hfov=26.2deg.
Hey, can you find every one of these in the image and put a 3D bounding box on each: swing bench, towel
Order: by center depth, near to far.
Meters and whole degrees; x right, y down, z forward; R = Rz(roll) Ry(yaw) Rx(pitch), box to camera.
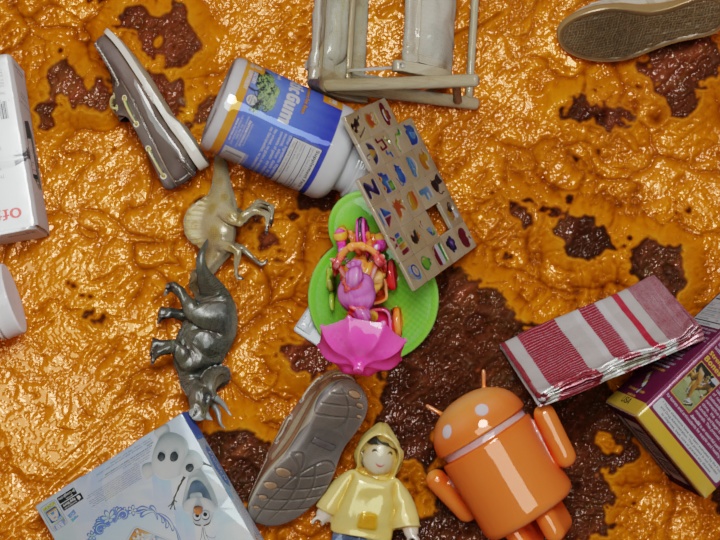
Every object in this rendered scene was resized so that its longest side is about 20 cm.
[{"bbox_3d":[0.265,0.074,1.723,0.198,0.144,0.023,-23,117,-3],"label":"towel"},{"bbox_3d":[0.042,-0.297,1.764,0.198,0.130,0.201,4,84,5],"label":"swing bench"}]

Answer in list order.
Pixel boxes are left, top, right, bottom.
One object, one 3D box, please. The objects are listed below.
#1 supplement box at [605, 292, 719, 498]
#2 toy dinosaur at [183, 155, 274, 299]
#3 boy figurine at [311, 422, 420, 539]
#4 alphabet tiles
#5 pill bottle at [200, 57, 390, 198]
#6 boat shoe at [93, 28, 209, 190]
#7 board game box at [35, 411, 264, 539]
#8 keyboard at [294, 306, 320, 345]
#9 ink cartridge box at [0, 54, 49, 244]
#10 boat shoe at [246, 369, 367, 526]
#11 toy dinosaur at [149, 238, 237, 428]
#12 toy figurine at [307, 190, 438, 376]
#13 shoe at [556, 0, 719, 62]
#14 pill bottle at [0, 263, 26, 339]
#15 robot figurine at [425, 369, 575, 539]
[{"bbox_3d":[0.394,0.131,1.718,0.200,0.103,0.131,-42,100,-5],"label":"supplement box"},{"bbox_3d":[-0.150,-0.063,1.765,0.100,0.058,0.202,7,83,1],"label":"toy dinosaur"},{"bbox_3d":[0.012,0.271,1.728,0.123,0.064,0.202,16,86,4],"label":"boy figurine"},{"bbox_3d":[0.049,-0.091,1.719,0.008,0.167,0.201,-26,94,33],"label":"alphabet tiles"},{"bbox_3d":[-0.070,-0.150,1.742,0.198,0.112,0.113,23,83,-11],"label":"pill bottle"},{"bbox_3d":[-0.251,-0.185,1.772,0.059,0.072,0.201,-36,84,3],"label":"boat shoe"},{"bbox_3d":[-0.225,0.294,1.714,0.199,0.043,0.200,-32,84,6],"label":"board game box"},{"bbox_3d":[0.000,0.000,1.786,0.056,0.011,0.201,33,84,-3],"label":"keyboard"},{"bbox_3d":[-0.443,-0.127,1.753,0.144,0.084,0.202,-10,83,-2],"label":"ink cartridge box"},{"bbox_3d":[-0.062,0.197,1.733,0.075,0.072,0.201,32,101,-26],"label":"boat shoe"},{"bbox_3d":[-0.180,0.069,1.748,0.101,0.077,0.202,13,83,-10],"label":"toy dinosaur"},{"bbox_3d":[0.006,0.030,1.660,0.148,0.184,0.202,-4,105,5],"label":"toy figurine"},{"bbox_3d":[0.326,-0.289,1.809,0.198,0.053,0.071,-7,116,2],"label":"shoe"},{"bbox_3d":[-0.479,0.062,1.719,0.198,0.109,0.110,-19,84,-2],"label":"pill bottle"},{"bbox_3d":[0.154,0.216,1.710,0.116,0.144,0.201,-28,84,-32],"label":"robot figurine"}]
